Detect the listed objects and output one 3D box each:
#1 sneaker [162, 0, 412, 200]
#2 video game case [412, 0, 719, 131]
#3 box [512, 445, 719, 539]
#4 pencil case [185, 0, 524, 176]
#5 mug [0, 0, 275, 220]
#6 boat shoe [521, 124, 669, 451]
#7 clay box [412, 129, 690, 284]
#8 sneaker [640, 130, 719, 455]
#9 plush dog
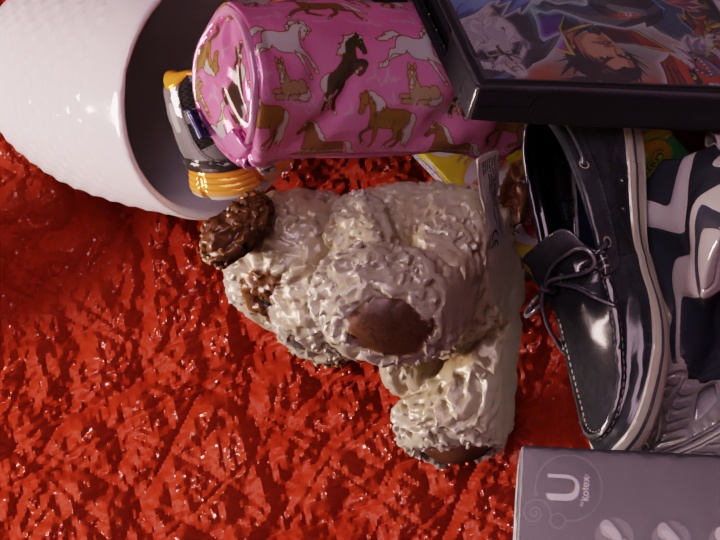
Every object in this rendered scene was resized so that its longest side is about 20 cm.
[{"bbox_3d":[-0.033,-0.126,1.213,0.078,0.077,0.200,7,44,48],"label":"sneaker"},{"bbox_3d":[0.127,-0.141,1.165,0.199,0.026,0.181,1,41,-20],"label":"video game case"},{"bbox_3d":[0.177,0.155,1.076,0.199,0.122,0.107,2,73,6],"label":"box"},{"bbox_3d":[0.008,-0.100,1.154,0.083,0.199,0.087,52,135,42],"label":"pencil case"},{"bbox_3d":[-0.128,-0.133,1.293,0.175,0.148,0.200,13,51,43],"label":"mug"},{"bbox_3d":[0.117,0.002,1.114,0.062,0.075,0.201,6,69,-24],"label":"boat shoe"},{"bbox_3d":[0.097,-0.081,1.249,0.115,0.048,0.200,-41,64,-3],"label":"clay box"},{"bbox_3d":[0.175,0.014,1.155,0.079,0.200,0.130,3,36,-9],"label":"sneaker"},{"bbox_3d":[0.000,0.000,1.178,0.171,0.200,0.161,7,64,24],"label":"plush dog"}]
